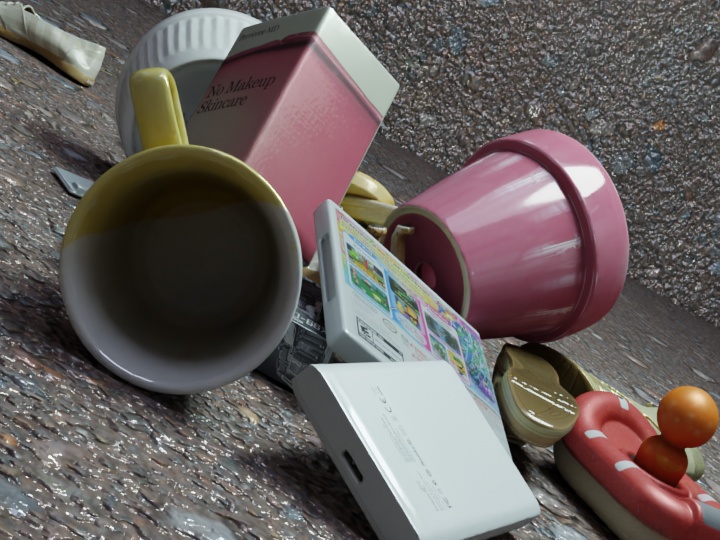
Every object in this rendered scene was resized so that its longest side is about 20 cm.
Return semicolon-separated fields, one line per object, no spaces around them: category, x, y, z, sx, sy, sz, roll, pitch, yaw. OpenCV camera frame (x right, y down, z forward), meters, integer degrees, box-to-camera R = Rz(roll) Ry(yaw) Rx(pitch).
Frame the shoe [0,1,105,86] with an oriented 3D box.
shoe;-0.410;-0.306;1.734;0.199;0.054;0.070;32;10;12

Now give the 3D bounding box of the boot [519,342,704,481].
boot;0.246;0.146;1.344;0.199;0.073;0.155;37;12;24

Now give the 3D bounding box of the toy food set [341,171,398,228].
toy food set;0.026;-0.051;1.557;0.198;0.049;0.198;18;-15;-6

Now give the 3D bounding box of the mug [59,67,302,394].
mug;-0.105;-0.023;0.896;0.148;0.189;0.153;20;3;-3

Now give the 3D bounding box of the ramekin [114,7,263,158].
ramekin;-0.144;-0.145;1.328;0.199;0.201;0.105;27;20;-17

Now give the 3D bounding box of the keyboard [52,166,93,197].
keyboard;-0.190;-0.050;1.252;0.199;0.011;0.056;23;7;-37

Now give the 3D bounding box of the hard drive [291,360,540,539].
hard drive;0.042;0.120;0.894;0.133;0.026;0.199;58;21;18

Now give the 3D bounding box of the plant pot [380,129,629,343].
plant pot;0.122;-0.018;1.270;0.178;0.202;0.200;-17;40;-37

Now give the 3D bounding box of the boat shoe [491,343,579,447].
boat shoe;0.143;0.122;1.184;0.071;0.065;0.200;27;11;-1

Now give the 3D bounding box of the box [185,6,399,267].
box;-0.075;-0.112;1.177;0.127;0.202;0.109;-3;-37;46

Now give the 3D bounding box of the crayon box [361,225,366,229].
crayon box;0.000;0.000;1.400;0.171;0.059;0.200;23;12;-28

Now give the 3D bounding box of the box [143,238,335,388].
box;-0.107;0.013;1.056;0.198;0.050;0.158;29;10;-5

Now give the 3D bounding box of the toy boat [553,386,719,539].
toy boat;0.255;0.157;1.149;0.130;0.132;0.200;24;12;-30

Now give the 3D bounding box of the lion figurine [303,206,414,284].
lion figurine;-0.017;0.010;1.226;0.199;0.124;0.072;19;16;39

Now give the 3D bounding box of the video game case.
video game case;0.040;0.055;1.076;0.200;0.024;0.183;41;22;-28
